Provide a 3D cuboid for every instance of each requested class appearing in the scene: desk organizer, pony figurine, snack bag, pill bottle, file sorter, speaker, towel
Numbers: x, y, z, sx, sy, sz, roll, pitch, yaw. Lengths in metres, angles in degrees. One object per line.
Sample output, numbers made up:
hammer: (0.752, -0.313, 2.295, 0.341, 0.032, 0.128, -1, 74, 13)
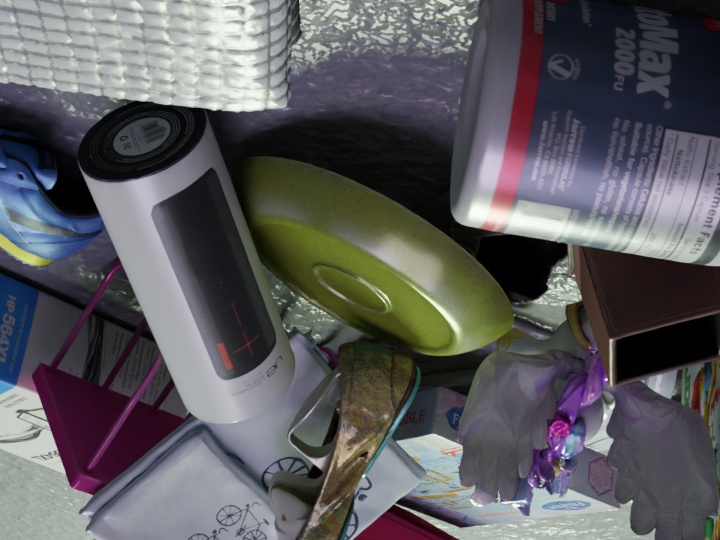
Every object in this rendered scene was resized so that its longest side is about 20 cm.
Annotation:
desk organizer: (0.217, -0.008, 0.841, 0.198, 0.078, 0.072, -15, 152, 1)
pony figurine: (0.134, 0.082, 0.980, 0.165, 0.195, 0.200, 16, 153, -9)
snack bag: (-0.064, 0.159, 1.075, 0.199, 0.021, 0.189, -40, 126, 0)
pill bottle: (0.150, -0.067, 0.764, 0.197, 0.121, 0.120, 9, 154, -3)
file sorter: (-0.109, 0.097, 1.118, 0.199, 0.139, 0.126, 26, 106, -34)
speaker: (-0.101, -0.002, 0.938, 0.080, 0.082, 0.201, -1, 131, 18)
towel: (-0.127, -0.152, 0.718, 0.197, 0.087, 0.166, 6, 155, 1)

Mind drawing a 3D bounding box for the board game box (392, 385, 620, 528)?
board game box: (0.074, 0.155, 1.250, 0.198, 0.042, 0.199, 25, 154, -31)

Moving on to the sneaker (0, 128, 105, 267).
sneaker: (-0.235, -0.071, 0.938, 0.078, 0.067, 0.199, -28, 138, 33)

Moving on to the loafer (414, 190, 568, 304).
loafer: (0.077, -0.013, 0.946, 0.074, 0.070, 0.200, 16, 152, -16)

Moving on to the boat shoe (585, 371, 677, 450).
boat shoe: (0.173, 0.088, 1.115, 0.066, 0.074, 0.200, 8, 154, -4)

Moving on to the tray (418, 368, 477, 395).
tray: (0.047, 0.111, 1.256, 0.198, 0.022, 0.107, -10, 148, 32)

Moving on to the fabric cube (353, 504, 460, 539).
fabric cube: (-0.023, 0.294, 1.377, 0.198, 0.198, 0.199, 31, 172, -36)

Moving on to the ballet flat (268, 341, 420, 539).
ballet flat: (-0.025, 0.134, 1.034, 0.070, 0.071, 0.202, 17, 111, -18)

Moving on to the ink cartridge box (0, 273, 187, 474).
ink cartridge box: (-0.252, 0.089, 1.226, 0.199, 0.085, 0.145, 28, 147, -33)

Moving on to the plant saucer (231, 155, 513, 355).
plant saucer: (0.000, 0.000, 0.959, 0.198, 0.031, 0.200, 27, 162, 10)

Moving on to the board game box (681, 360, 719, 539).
board game box: (0.234, 0.102, 0.975, 0.034, 0.202, 0.126, 8, 157, -3)
